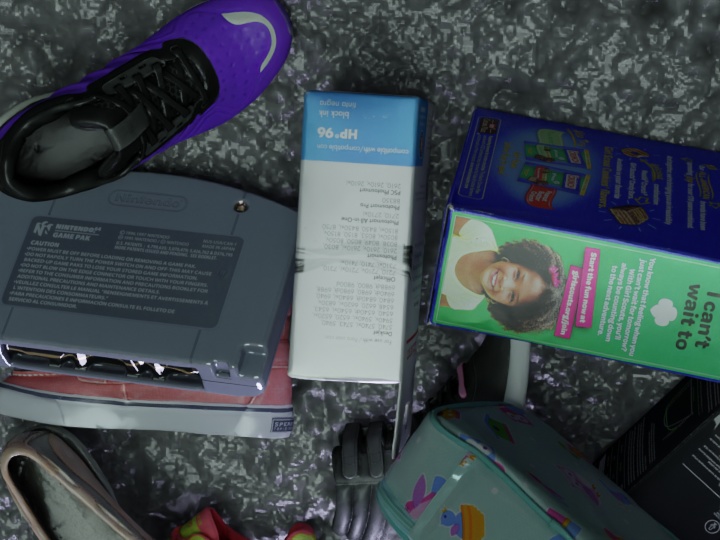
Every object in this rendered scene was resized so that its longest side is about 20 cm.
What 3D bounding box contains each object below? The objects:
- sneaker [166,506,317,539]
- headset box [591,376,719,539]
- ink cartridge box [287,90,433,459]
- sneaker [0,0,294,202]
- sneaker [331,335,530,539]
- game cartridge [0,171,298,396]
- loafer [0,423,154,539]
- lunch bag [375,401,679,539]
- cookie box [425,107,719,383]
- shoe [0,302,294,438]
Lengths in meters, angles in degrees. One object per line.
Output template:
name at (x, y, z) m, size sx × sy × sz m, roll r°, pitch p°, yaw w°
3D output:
sneaker at (-0.113, 0.195, 1.369) m, size 0.199 × 0.078 × 0.091 m, roll -2°, pitch 102°, yaw 3°
headset box at (0.213, 0.180, 1.298) m, size 0.174 × 0.093 × 0.200 m, roll 41°, pitch 111°, yaw -8°
ink cartridge box at (0.000, 0.000, 1.224) m, size 0.067 × 0.116 × 0.201 m, roll 4°, pitch 93°, yaw 6°
sneaker at (-0.126, -0.092, 1.234) m, size 0.200 × 0.100 × 0.070 m, roll -29°, pitch 104°, yaw 4°
sneaker at (0.039, 0.101, 1.306) m, size 0.099 × 0.071 × 0.201 m, roll 17°, pitch 116°, yaw -3°
game cartridge at (-0.135, 0.003, 1.264) m, size 0.199 × 0.134 × 0.041 m, roll 7°, pitch 150°, yaw 15°
loafer at (-0.155, 0.182, 1.305) m, size 0.072 × 0.063 × 0.200 m, roll -40°, pitch 87°, yaw 6°
lunch bag at (0.114, 0.159, 1.178) m, size 0.200 × 0.160 × 0.077 m, roll 43°, pitch 105°, yaw 20°
cookie box at (0.148, -0.015, 1.196) m, size 0.199 × 0.171 × 0.076 m, roll 11°, pitch 114°, yaw 5°
shoe at (-0.133, 0.052, 1.321) m, size 0.199 × 0.071 × 0.092 m, roll 2°, pitch 88°, yaw 20°
